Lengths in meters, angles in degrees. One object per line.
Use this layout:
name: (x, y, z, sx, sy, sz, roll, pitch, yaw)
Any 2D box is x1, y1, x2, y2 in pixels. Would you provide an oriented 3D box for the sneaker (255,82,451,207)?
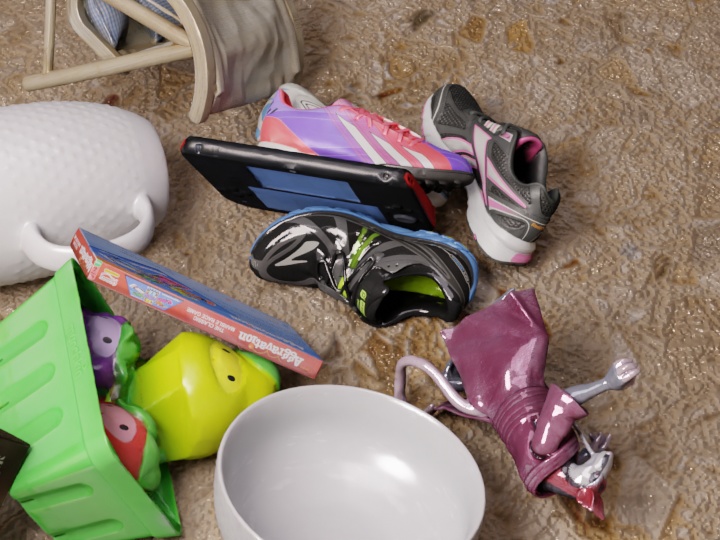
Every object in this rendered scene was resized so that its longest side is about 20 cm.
sneaker: (-0.007, -0.102, 1.402, 0.198, 0.072, 0.073, 29, 87, 18)

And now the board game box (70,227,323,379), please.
board game box: (-0.129, 0.026, 1.198, 0.198, 0.020, 0.103, 26, 4, -23)

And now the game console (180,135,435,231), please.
game console: (-0.039, -0.070, 1.299, 0.197, 0.177, 0.032, 9, 84, 12)

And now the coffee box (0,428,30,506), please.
coffee box: (-0.320, 0.185, 1.029, 0.079, 0.113, 0.202, 22, 83, 21)

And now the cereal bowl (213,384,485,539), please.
cereal bowl: (-0.013, 0.176, 1.096, 0.197, 0.084, 0.201, 10, 33, -7)

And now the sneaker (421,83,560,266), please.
sneaker: (0.126, -0.101, 1.359, 0.080, 0.087, 0.201, 10, 42, -41)

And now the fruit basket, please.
fruit basket: (-0.165, 0.095, 1.164, 0.213, 0.156, 0.218, -12, 49, 14)

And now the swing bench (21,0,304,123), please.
swing bench: (-0.175, -0.227, 1.414, 0.197, 0.132, 0.199, 12, 17, 20)

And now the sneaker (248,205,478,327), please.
sneaker: (0.000, 0.000, 1.289, 0.197, 0.071, 0.083, 10, 41, 7)

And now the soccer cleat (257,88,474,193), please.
soccer cleat: (0.006, -0.112, 1.332, 0.197, 0.068, 0.074, 9, 84, 16)

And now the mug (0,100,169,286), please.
mug: (-0.248, -0.060, 1.296, 0.173, 0.149, 0.200, -12, 35, -24)

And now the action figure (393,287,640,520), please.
action figure: (0.122, 0.106, 1.141, 0.147, 0.135, 0.201, -15, 44, -12)
